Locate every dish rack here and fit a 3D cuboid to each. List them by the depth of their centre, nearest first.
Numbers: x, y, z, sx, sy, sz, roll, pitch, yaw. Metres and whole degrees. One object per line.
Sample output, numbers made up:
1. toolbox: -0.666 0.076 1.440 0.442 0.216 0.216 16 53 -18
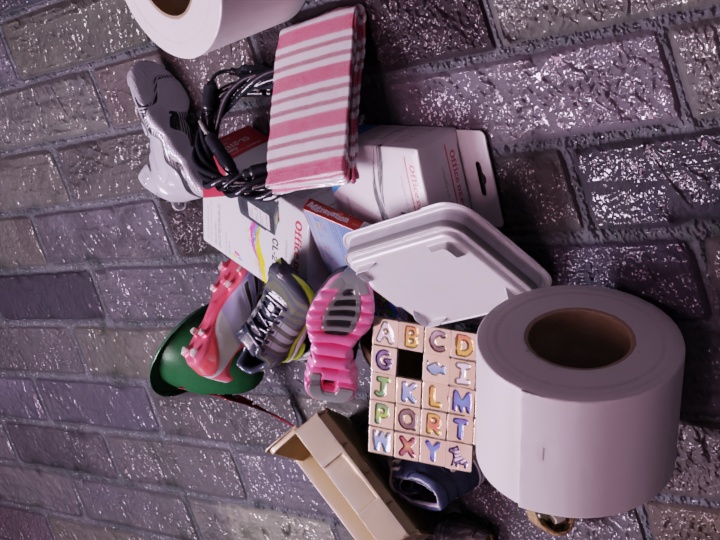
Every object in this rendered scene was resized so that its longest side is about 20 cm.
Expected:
1. dish rack: 0.087 0.004 1.582 0.171 0.044 0.199 36 148 -30

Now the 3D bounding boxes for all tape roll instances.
1. tape roll: 0.213 0.124 1.447 0.202 0.202 0.140 26 131 38
2. tape roll: -0.170 -0.357 1.664 0.202 0.139 0.204 29 133 36

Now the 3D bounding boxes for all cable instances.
1. cable: -0.118 -0.161 1.740 0.199 0.051 0.164 15 82 30

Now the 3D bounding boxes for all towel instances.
1. towel: -0.049 -0.189 1.652 0.146 0.030 0.202 -5 78 49

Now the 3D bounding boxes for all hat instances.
1. hat: -0.155 0.152 1.969 0.176 0.199 0.166 42 124 25

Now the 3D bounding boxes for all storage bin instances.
1. storage bin: -0.009 0.282 1.846 0.200 0.094 0.199 52 -178 14

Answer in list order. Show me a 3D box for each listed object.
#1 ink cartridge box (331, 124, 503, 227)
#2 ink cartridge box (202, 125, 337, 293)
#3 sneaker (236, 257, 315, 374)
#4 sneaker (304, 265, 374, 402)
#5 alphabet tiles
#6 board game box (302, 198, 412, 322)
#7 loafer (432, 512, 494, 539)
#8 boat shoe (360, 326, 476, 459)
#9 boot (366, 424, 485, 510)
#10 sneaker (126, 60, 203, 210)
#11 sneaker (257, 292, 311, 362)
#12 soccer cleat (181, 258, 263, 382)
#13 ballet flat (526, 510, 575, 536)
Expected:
1. ink cartridge box: 0.056 -0.094 1.620 0.199 0.068 0.117 8 119 48
2. ink cartridge box: -0.102 -0.066 1.818 0.199 0.083 0.147 33 135 34
3. sneaker: -0.104 0.063 1.769 0.074 0.081 0.201 43 148 23
4. sneaker: -0.025 0.061 1.745 0.078 0.096 0.201 13 130 -2
5. alphabet tiles: 0.102 0.148 1.695 0.198 0.008 0.169 8 105 24
6. board game box: 0.000 0.000 1.716 0.102 0.019 0.201 25 154 29
7. loafer: 0.143 0.403 1.842 0.072 0.073 0.201 8 120 43
8. boat shoe: 0.069 0.150 1.762 0.200 0.071 0.065 44 140 20
9. boot: 0.058 0.235 1.815 0.199 0.090 0.073 11 121 47
10. sneaker: -0.264 -0.173 1.952 0.115 0.075 0.201 -28 94 51
11. sneaker: -0.085 0.065 1.897 0.199 0.075 0.088 -2 105 51
12. soccer cleat: -0.161 0.048 1.918 0.076 0.201 0.067 33 166 -29
13. ballet flat: 0.205 0.210 1.634 0.065 0.070 0.201 47 159 63
